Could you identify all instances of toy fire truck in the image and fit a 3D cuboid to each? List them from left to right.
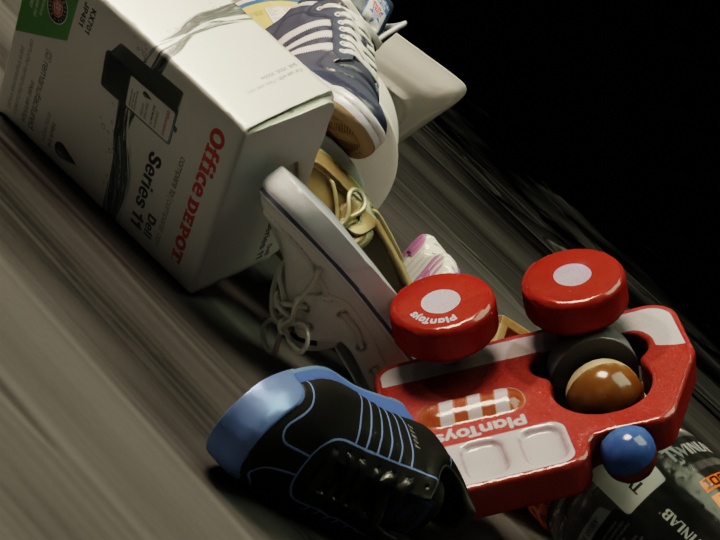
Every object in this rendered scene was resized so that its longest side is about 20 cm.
[{"bbox_3d":[0.107,0.083,1.544,0.168,0.198,0.113,-106,-174,-56],"label":"toy fire truck"}]

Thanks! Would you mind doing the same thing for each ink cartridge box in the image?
[{"bbox_3d":[-0.125,-0.107,1.619,0.200,0.147,0.083,42,45,22],"label":"ink cartridge box"}]

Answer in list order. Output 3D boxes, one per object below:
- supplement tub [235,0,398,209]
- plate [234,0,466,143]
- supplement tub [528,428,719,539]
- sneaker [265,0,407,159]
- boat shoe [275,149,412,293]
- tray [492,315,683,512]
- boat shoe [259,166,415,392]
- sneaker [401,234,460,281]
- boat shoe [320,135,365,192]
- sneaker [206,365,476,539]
[{"bbox_3d":[-0.052,-0.116,1.950,0.144,0.145,0.200,34,11,-23],"label":"supplement tub"},{"bbox_3d":[-0.046,-0.149,2.110,0.199,0.199,0.032,34,48,-19],"label":"plate"},{"bbox_3d":[0.206,0.183,1.617,0.200,0.123,0.122,43,11,25],"label":"supplement tub"},{"bbox_3d":[-0.007,-0.147,1.744,0.070,0.108,0.200,54,-8,-28],"label":"sneaker"},{"bbox_3d":[-0.002,0.002,1.680,0.202,0.073,0.063,62,-15,-24],"label":"boat shoe"},{"bbox_3d":[0.139,0.119,1.733,0.199,0.099,0.037,32,-23,-32],"label":"tray"},{"bbox_3d":[-0.025,0.024,1.600,0.075,0.086,0.202,50,-2,45],"label":"boat shoe"},{"bbox_3d":[0.062,0.037,1.894,0.088,0.080,0.200,44,8,-10],"label":"sneaker"},{"bbox_3d":[-0.028,-0.025,1.756,0.091,0.071,0.201,42,-18,56],"label":"boat shoe"},{"bbox_3d":[-0.003,0.104,1.379,0.078,0.070,0.200,45,16,26],"label":"sneaker"}]
